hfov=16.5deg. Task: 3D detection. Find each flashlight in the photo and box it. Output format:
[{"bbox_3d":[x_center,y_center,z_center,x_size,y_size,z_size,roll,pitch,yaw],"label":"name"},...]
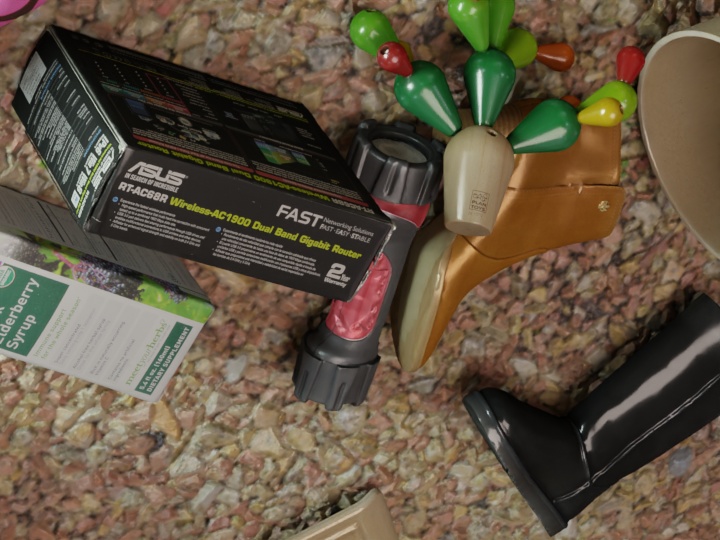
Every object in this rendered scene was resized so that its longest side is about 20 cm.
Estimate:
[{"bbox_3d":[0.000,0.000,1.661,0.067,0.068,0.201,16,116,-6],"label":"flashlight"}]

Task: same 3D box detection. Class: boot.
[{"bbox_3d":[0.105,-0.020,1.695,0.143,0.071,0.202,2,115,-25],"label":"boot"},{"bbox_3d":[0.186,0.087,1.814,0.200,0.066,0.165,-34,139,1],"label":"boot"}]

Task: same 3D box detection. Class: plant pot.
[{"bbox_3d":[0.324,-0.116,1.695,0.199,0.187,0.188,-29,132,-25],"label":"plant pot"}]

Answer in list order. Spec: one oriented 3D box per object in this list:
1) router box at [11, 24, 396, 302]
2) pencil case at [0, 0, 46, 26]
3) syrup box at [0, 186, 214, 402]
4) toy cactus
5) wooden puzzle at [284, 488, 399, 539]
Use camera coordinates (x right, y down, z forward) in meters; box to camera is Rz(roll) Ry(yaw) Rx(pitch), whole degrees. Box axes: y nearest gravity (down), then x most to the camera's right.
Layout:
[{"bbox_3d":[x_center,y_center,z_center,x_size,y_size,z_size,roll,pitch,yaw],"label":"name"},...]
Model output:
[{"bbox_3d":[-0.096,-0.064,1.509,0.199,0.150,0.062,15,114,-34],"label":"router box"},{"bbox_3d":[-0.270,-0.156,1.399,0.199,0.091,0.094,-31,165,-8],"label":"pencil case"},{"bbox_3d":[-0.200,0.008,1.549,0.199,0.081,0.079,20,109,-37],"label":"syrup box"},{"bbox_3d":[0.088,-0.105,1.587,0.199,0.102,0.166,17,73,-25],"label":"toy cactus"},{"bbox_3d":[-0.050,0.267,1.838,0.199,0.037,0.186,-29,130,-13],"label":"wooden puzzle"}]
